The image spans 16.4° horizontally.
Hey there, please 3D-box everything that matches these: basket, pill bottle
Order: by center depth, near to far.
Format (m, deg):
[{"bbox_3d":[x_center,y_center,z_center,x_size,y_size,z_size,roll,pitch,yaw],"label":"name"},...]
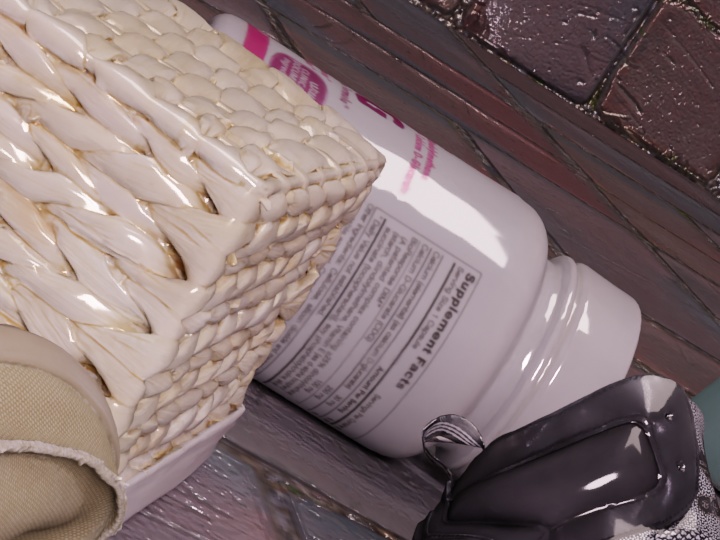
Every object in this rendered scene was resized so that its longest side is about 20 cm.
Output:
[{"bbox_3d":[-0.086,-0.016,0.732,0.135,0.124,0.200,36,9,6],"label":"basket"},{"bbox_3d":[0.000,0.000,0.957,0.199,0.114,0.113,32,10,-11],"label":"pill bottle"}]

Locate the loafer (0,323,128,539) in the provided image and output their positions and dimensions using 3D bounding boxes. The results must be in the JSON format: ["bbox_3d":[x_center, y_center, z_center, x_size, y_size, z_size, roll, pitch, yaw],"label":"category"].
[{"bbox_3d":[-0.109,0.048,0.527,0.200,0.075,0.069,27,41,-63],"label":"loafer"}]

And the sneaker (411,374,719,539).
[{"bbox_3d":[0.098,0.092,0.664,0.199,0.114,0.076,10,-25,9],"label":"sneaker"}]

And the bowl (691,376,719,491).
[{"bbox_3d":[0.278,0.101,1.384,0.200,0.105,0.201,33,11,-7],"label":"bowl"}]
